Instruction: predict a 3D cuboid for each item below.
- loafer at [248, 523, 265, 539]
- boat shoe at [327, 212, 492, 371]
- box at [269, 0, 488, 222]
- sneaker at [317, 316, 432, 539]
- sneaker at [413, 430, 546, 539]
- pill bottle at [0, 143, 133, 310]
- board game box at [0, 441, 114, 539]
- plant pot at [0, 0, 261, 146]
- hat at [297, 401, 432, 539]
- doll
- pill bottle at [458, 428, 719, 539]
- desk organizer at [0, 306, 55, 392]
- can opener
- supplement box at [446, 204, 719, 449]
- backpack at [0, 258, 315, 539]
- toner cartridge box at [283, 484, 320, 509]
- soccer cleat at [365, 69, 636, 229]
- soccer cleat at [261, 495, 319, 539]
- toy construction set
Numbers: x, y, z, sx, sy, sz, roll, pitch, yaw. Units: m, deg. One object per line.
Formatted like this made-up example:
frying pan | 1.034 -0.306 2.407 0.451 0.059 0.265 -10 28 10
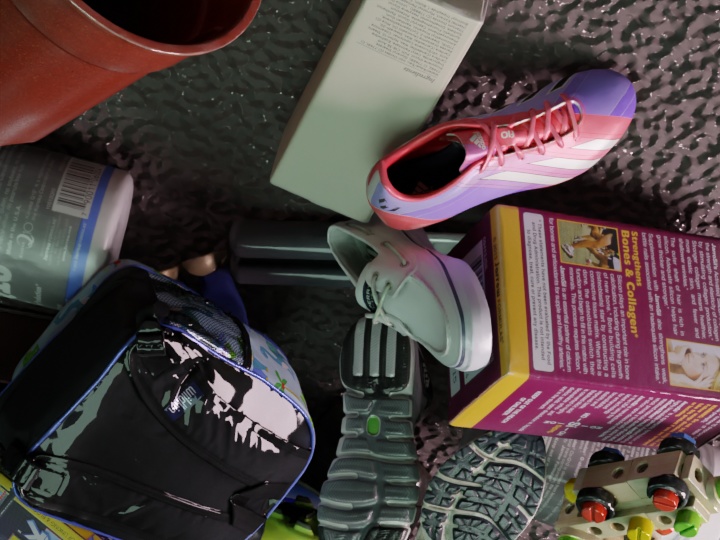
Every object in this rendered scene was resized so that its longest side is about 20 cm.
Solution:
loafer | -0.173 0.188 1.609 0.199 0.069 0.070 9 174 21
boat shoe | 0.029 0.017 1.397 0.066 0.200 0.074 -6 112 -17
box | 0.012 -0.132 1.382 0.082 0.069 0.200 23 132 -10
sneaker | 0.023 0.135 1.534 0.074 0.115 0.202 8 90 16
sneaker | 0.077 0.183 1.501 0.077 0.086 0.201 29 116 0
pill bottle | -0.276 -0.042 1.489 0.198 0.114 0.114 14 133 -2
board game box | -0.224 0.180 1.500 0.200 0.165 0.057 38 100 5
plant pot | -0.198 -0.187 1.303 0.200 0.202 0.195 38 136 -23
hat | 0.002 0.159 1.628 0.200 0.201 0.081 34 90 -19
doll | -0.112 0.092 1.553 0.136 0.048 0.202 -17 90 24
pill bottle | 0.184 0.152 1.573 0.199 0.117 0.117 22 132 -9
desk organizer | -0.208 0.096 1.626 0.198 0.077 0.072 10 133 2
can opener | 0.000 0.000 1.503 0.198 0.067 0.054 2 132 1
supplement box | 0.166 0.043 1.423 0.198 0.132 0.103 9 152 -20
backpack | -0.141 0.099 1.446 0.199 0.147 0.183 32 108 -34
toner cartridge box | -0.140 0.205 1.735 0.198 0.043 0.095 17 134 -4
soccer cleat | 0.097 -0.085 1.361 0.199 0.067 0.077 -23 166 -3
soccer cleat | -0.088 0.226 1.657 0.199 0.065 0.084 10 102 13
toy construction set | 0.223 0.175 1.446 0.199 0.092 0.131 -27 122 29
